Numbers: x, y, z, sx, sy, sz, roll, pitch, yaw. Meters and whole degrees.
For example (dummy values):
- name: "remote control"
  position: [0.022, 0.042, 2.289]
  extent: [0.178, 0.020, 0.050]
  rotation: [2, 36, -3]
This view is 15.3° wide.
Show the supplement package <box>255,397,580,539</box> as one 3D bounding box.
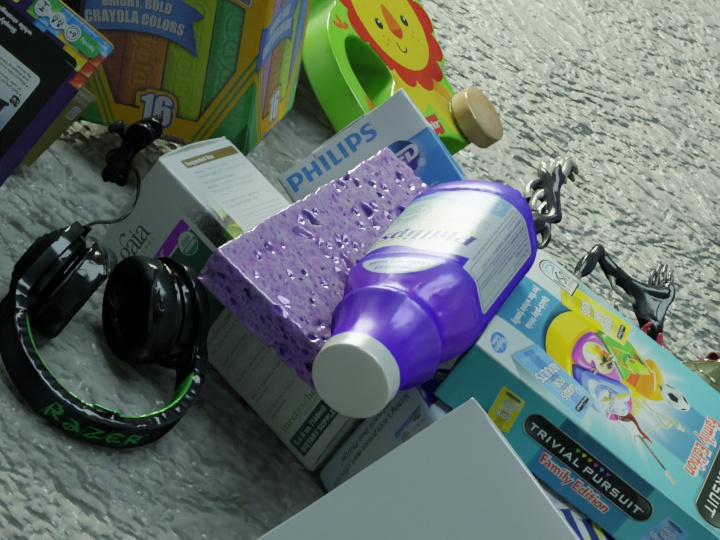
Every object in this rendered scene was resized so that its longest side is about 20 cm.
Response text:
- name: "supplement package"
  position: [0.056, 0.200, 1.400]
  extent: [0.200, 0.156, 0.111]
  rotation: [54, -8, 25]

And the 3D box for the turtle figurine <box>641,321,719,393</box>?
- name: "turtle figurine"
  position: [0.232, 0.106, 1.832]
  extent: [0.200, 0.101, 0.150]
  rotation: [7, 41, -52]

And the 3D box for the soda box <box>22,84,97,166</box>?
- name: "soda box"
  position: [-0.245, -0.142, 1.594]
  extent: [0.068, 0.064, 0.200]
  rotation: [51, 8, 37]

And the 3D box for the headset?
- name: "headset"
  position: [-0.140, 0.005, 1.549]
  extent: [0.123, 0.094, 0.200]
  rotation: [21, 46, -24]

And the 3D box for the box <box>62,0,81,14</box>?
- name: "box"
  position: [-0.210, -0.203, 1.681]
  extent: [0.068, 0.082, 0.200]
  rotation: [31, -5, 11]

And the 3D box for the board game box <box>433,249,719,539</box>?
- name: "board game box"
  position: [0.153, 0.090, 1.594]
  extent: [0.200, 0.047, 0.151]
  rotation: [38, 28, 0]

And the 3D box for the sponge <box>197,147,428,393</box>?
- name: "sponge"
  position: [0.000, 0.000, 1.610]
  extent: [0.112, 0.030, 0.200]
  rotation: [43, 36, 10]

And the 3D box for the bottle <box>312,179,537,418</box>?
- name: "bottle"
  position: [0.033, 0.015, 1.528]
  extent: [0.083, 0.065, 0.200]
  rotation: [0, 27, 27]

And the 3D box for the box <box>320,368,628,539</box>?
- name: "box"
  position: [0.107, 0.165, 1.593]
  extent: [0.184, 0.105, 0.200]
  rotation: [5, 44, -44]

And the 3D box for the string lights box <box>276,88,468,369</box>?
- name: "string lights box"
  position: [0.044, -0.005, 1.727]
  extent: [0.200, 0.103, 0.059]
  rotation: [57, 5, 16]

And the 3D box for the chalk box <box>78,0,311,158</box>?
- name: "chalk box"
  position: [-0.100, -0.192, 1.709]
  extent: [0.124, 0.200, 0.124]
  rotation: [13, 22, 10]

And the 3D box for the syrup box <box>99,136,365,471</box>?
- name: "syrup box"
  position: [-0.058, 0.018, 1.641]
  extent: [0.200, 0.079, 0.081]
  rotation: [46, 31, 13]

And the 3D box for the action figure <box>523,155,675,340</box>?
- name: "action figure"
  position: [0.115, -0.011, 1.846]
  extent: [0.200, 0.119, 0.102]
  rotation: [30, 35, -28]

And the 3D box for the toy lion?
- name: "toy lion"
  position: [0.011, -0.152, 1.909]
  extent: [0.192, 0.069, 0.200]
  rotation: [59, 25, 0]

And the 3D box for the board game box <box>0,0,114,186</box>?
- name: "board game box"
  position: [-0.263, -0.125, 1.476]
  extent: [0.200, 0.165, 0.057]
  rotation: [41, -1, -29]
